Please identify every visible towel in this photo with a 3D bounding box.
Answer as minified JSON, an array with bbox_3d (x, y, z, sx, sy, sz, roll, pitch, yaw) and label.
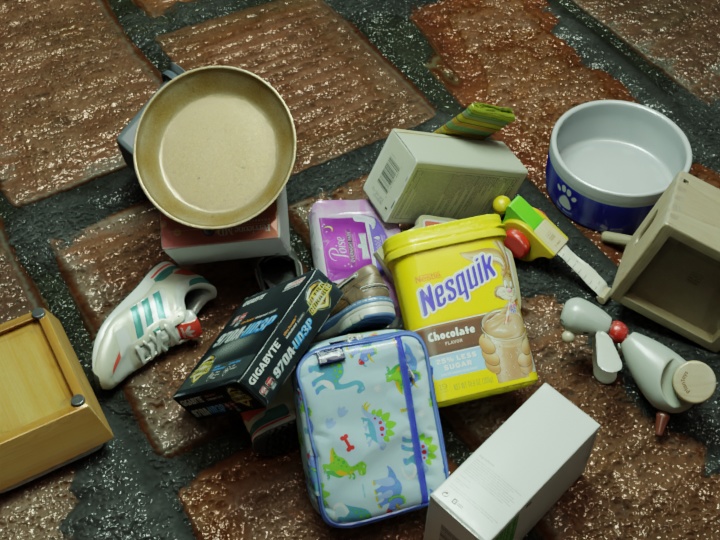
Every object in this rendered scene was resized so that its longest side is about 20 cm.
[{"bbox_3d":[0.113,-0.176,1.471,0.085,0.199,0.018,5,66,-42],"label":"towel"}]

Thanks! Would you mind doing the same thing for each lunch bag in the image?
[{"bbox_3d":[0.012,0.168,1.176,0.158,0.082,0.203,-8,91,-13],"label":"lunch bag"}]

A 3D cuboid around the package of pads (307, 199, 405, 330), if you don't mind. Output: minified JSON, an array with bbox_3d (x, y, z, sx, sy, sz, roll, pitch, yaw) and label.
[{"bbox_3d":[0.000,0.000,1.393,0.119,0.076,0.202,-2,49,-9],"label":"package of pads"}]

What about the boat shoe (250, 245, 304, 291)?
[{"bbox_3d":[-0.101,0.012,1.393,0.066,0.057,0.202,-11,50,-10],"label":"boat shoe"}]

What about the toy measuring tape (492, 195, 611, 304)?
[{"bbox_3d":[0.249,-0.023,1.444,0.200,0.074,0.073,45,58,5],"label":"toy measuring tape"}]

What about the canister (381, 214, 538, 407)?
[{"bbox_3d":[0.118,0.049,1.266,0.146,0.087,0.203,-12,79,-9],"label":"canister"}]

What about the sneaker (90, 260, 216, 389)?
[{"bbox_3d":[-0.251,0.071,1.328,0.092,0.071,0.201,15,47,20],"label":"sneaker"}]

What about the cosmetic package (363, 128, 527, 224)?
[{"bbox_3d":[0.114,-0.120,1.434,0.198,0.104,0.073,1,41,-38],"label":"cosmetic package"}]

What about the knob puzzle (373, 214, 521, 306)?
[{"bbox_3d":[0.136,0.008,1.366,0.217,0.030,0.222,16,54,-24],"label":"knob puzzle"}]

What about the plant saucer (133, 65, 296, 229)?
[{"bbox_3d":[-0.173,-0.145,1.295,0.197,0.035,0.203,-1,79,4],"label":"plant saucer"}]

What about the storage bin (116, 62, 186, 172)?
[{"bbox_3d":[-0.234,-0.160,1.492,0.200,0.146,0.134,41,75,11],"label":"storage bin"}]

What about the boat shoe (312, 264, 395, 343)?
[{"bbox_3d":[-0.027,0.051,1.258,0.072,0.199,0.073,7,66,-37],"label":"boat shoe"}]

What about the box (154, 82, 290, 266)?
[{"bbox_3d":[-0.173,-0.120,1.364,0.150,0.106,0.203,-6,79,2],"label":"box"}]

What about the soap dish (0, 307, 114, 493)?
[{"bbox_3d":[-0.396,0.145,1.254,0.156,0.082,0.201,-23,52,-20],"label":"soap dish"}]

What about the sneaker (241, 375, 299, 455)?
[{"bbox_3d":[-0.051,0.136,1.265,0.198,0.071,0.094,-22,56,-16],"label":"sneaker"}]

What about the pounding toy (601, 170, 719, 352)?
[{"bbox_3d":[0.411,-0.017,1.366,0.182,0.201,0.143,27,52,3],"label":"pounding toy"}]

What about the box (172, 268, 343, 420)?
[{"bbox_3d":[-0.119,0.088,1.215,0.046,0.199,0.160,43,62,-16],"label":"box"}]

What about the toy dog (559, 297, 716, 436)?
[{"bbox_3d":[0.321,0.122,1.284,0.199,0.132,0.097,29,85,31],"label":"toy dog"}]

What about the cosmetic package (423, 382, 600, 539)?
[{"bbox_3d":[0.164,0.231,1.174,0.085,0.108,0.199,37,59,27],"label":"cosmetic package"}]

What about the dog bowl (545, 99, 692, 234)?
[{"bbox_3d":[0.364,-0.149,1.531,0.197,0.079,0.202,0,48,0],"label":"dog bowl"}]
